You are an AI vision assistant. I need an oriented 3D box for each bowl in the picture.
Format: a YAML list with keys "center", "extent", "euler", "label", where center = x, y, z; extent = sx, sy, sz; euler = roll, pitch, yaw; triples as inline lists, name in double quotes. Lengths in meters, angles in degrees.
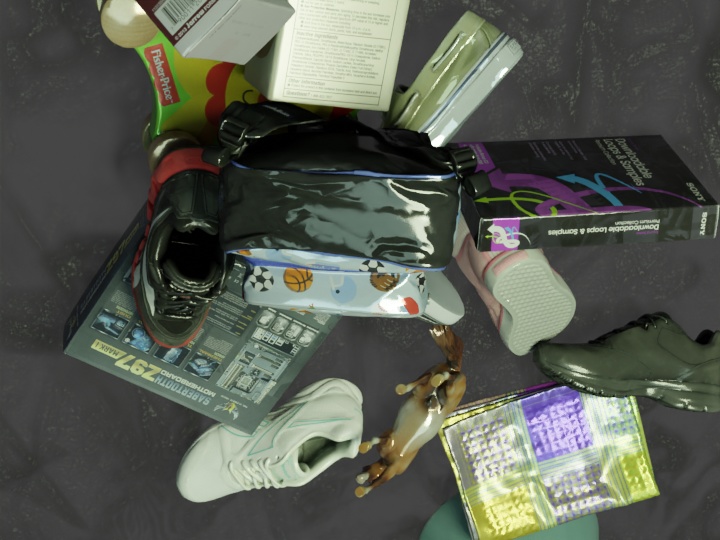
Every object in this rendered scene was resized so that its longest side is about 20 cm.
- center: [0.165, 0.320, 1.355]
  extent: [0.201, 0.105, 0.201]
  euler: [-4, 121, -7]
  label: "bowl"

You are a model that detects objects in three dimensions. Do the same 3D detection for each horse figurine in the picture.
- center: [0.050, 0.137, 1.232]
  extent: [0.050, 0.133, 0.200]
  euler: [35, 102, 17]
  label: "horse figurine"

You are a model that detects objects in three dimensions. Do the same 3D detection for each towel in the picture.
- center: [0.185, 0.184, 1.287]
  extent: [0.200, 0.023, 0.144]
  euler: [-15, 94, -2]
  label: "towel"

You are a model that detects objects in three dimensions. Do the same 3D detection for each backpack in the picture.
- center: [-0.012, -0.048, 0.987]
  extent: [0.200, 0.191, 0.154]
  euler: [9, 109, 1]
  label: "backpack"

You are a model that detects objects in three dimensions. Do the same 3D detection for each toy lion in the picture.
- center: [-0.094, -0.163, 1.046]
  extent: [0.192, 0.069, 0.200]
  euler: [-18, 122, -6]
  label: "toy lion"

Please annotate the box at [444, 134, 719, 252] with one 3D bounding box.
- center: [0.181, -0.069, 1.095]
  extent: [0.200, 0.143, 0.036]
  euler: [-2, 121, -9]
  label: "box"

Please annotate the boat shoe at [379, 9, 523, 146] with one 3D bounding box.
- center: [0.051, -0.130, 1.090]
  extent: [0.062, 0.072, 0.200]
  euler: [43, 109, 1]
  label: "boat shoe"

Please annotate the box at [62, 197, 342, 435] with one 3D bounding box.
- center: [-0.141, 0.044, 1.165]
  extent: [0.200, 0.051, 0.158]
  euler: [27, 112, -23]
  label: "box"

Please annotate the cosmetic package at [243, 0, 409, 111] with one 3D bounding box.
- center: [-0.018, -0.227, 0.978]
  extent: [0.105, 0.071, 0.200]
  euler: [4, 110, -24]
  label: "cosmetic package"

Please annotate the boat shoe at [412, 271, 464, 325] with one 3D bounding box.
- center: [0.000, 0.000, 1.154]
  extent: [0.200, 0.070, 0.066]
  euler: [31, 119, -24]
  label: "boat shoe"

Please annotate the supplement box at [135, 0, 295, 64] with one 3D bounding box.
- center: [-0.144, -0.237, 0.904]
  extent: [0.061, 0.109, 0.200]
  euler: [-42, 83, 17]
  label: "supplement box"

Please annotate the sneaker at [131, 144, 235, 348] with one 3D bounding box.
- center: [-0.143, 0.001, 1.043]
  extent: [0.071, 0.098, 0.201]
  euler: [4, 132, -15]
  label: "sneaker"

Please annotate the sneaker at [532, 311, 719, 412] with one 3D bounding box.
- center: [0.258, 0.080, 1.242]
  extent: [0.200, 0.076, 0.091]
  euler: [9, 90, -17]
  label: "sneaker"

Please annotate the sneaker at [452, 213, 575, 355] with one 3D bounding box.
- center: [0.133, -0.002, 1.179]
  extent: [0.075, 0.105, 0.200]
  euler: [-32, 151, 1]
  label: "sneaker"

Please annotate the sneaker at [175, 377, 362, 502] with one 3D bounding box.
- center: [-0.088, 0.173, 1.238]
  extent: [0.200, 0.080, 0.070]
  euler: [-27, 123, 9]
  label: "sneaker"
